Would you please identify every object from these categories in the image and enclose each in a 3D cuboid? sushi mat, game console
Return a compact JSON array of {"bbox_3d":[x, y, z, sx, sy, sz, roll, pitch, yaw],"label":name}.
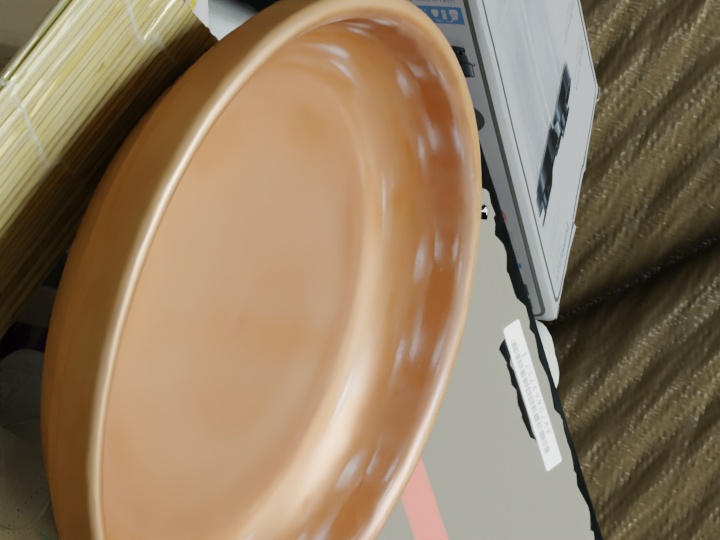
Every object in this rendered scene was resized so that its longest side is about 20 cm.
[{"bbox_3d":[-0.106,0.000,0.782,0.200,0.012,0.096,-54,163,-10],"label":"sushi mat"},{"bbox_3d":[0.004,0.072,0.979,0.177,0.031,0.201,-33,113,-42],"label":"game console"}]

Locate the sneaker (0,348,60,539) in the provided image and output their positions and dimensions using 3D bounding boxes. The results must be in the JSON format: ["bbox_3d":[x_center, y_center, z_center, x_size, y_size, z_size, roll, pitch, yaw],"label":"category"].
[{"bbox_3d":[-0.100,0.078,0.927,0.076,0.088,0.200,-60,175,6],"label":"sneaker"}]

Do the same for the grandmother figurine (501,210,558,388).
[{"bbox_3d":[0.000,0.000,1.053,0.121,0.200,0.061,-31,-142,29],"label":"grandmother figurine"}]

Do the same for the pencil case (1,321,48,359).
[{"bbox_3d":[-0.068,0.089,1.047,0.084,0.085,0.201,-46,-138,25],"label":"pencil case"}]

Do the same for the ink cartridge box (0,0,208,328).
[{"bbox_3d":[-0.091,-0.060,0.919,0.200,0.067,0.118,95,10,-60],"label":"ink cartridge box"}]

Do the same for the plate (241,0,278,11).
[{"bbox_3d":[-0.036,-0.088,1.167,0.200,0.025,0.201,-44,-141,51],"label":"plate"}]

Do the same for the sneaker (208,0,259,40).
[{"bbox_3d":[-0.070,-0.039,1.105,0.200,0.088,0.074,97,7,-63],"label":"sneaker"}]

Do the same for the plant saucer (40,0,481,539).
[{"bbox_3d":[-0.030,0.015,0.858,0.200,0.037,0.201,-39,137,-47],"label":"plant saucer"}]

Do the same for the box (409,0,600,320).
[{"bbox_3d":[0.038,-0.084,1.088,0.200,0.060,0.117,70,27,-53],"label":"box"}]
